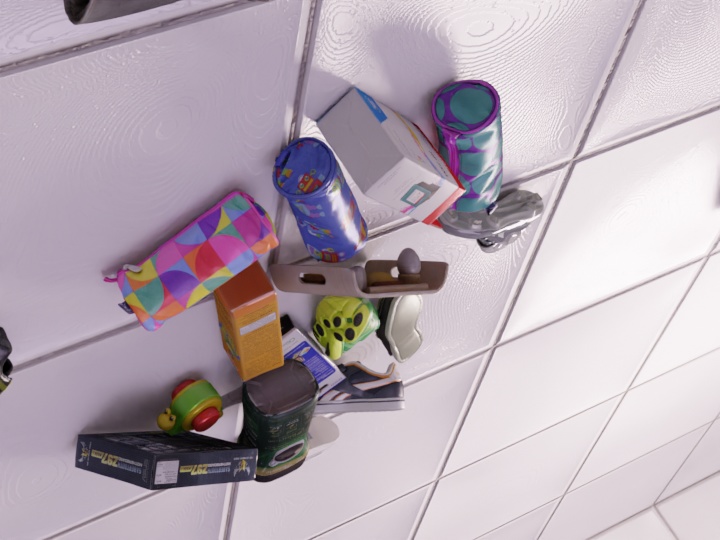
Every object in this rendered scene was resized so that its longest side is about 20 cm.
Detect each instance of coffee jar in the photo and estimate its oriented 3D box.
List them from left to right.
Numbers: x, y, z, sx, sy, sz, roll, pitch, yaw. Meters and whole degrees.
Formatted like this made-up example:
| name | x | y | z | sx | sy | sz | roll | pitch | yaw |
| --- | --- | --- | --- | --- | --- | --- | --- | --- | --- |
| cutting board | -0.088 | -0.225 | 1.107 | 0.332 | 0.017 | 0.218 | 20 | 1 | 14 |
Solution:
| name | x | y | z | sx | sy | sz | roll | pitch | yaw |
| --- | --- | --- | --- | --- | --- | --- | --- | --- | --- |
| coffee jar | -0.120 | 0.217 | 1.906 | 0.104 | 0.085 | 0.201 | -22 | 148 | -25 |

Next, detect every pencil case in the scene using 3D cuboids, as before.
| name | x | y | z | sx | sy | sz | roll | pitch | yaw |
| --- | --- | --- | --- | --- | --- | --- | --- | --- | --- |
| pencil case | -0.191 | -0.012 | 1.547 | 0.199 | 0.089 | 0.088 | -34 | 153 | 0 |
| pencil case | -0.049 | -0.080 | 1.594 | 0.078 | 0.086 | 0.200 | -65 | 160 | -18 |
| pencil case | 0.133 | -0.150 | 1.669 | 0.093 | 0.085 | 0.200 | -54 | 159 | -20 |

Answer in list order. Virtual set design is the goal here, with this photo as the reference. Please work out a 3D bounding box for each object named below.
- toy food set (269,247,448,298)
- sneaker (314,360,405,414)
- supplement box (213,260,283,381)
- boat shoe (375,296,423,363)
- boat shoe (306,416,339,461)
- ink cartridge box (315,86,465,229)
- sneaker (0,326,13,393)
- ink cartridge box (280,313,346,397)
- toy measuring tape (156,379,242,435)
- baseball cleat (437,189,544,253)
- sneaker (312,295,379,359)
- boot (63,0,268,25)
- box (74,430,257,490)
| name | x | y | z | sx | sy | sz | roll | pitch | yaw |
| --- | --- | --- | --- | --- | --- | --- | --- | --- | --- |
| toy food set | 0.000 | 0.000 | 1.734 | 0.143 | 0.061 | 0.199 | 3 | -177 | 40 |
| sneaker | -0.033 | 0.180 | 2.051 | 0.198 | 0.080 | 0.078 | -4 | 173 | -5 |
| supplement box | -0.144 | 0.065 | 1.740 | 0.068 | 0.067 | 0.200 | -27 | 152 | -13 |
| boat shoe | 0.049 | 0.068 | 1.961 | 0.072 | 0.061 | 0.202 | -39 | 155 | -17 |
| boat shoe | -0.124 | 0.285 | 2.134 | 0.199 | 0.072 | 0.069 | -20 | 152 | -43 |
| ink cartridge box | 0.046 | -0.127 | 1.578 | 0.067 | 0.116 | 0.200 | -42 | 153 | 16 |
| sneaker | -0.435 | 0.138 | 1.530 | 0.084 | 0.075 | 0.201 | -18 | 149 | -29 |
| ink cartridge box | -0.098 | 0.136 | 1.927 | 0.094 | 0.037 | 0.200 | -35 | 146 | 3 |
| toy measuring tape | -0.199 | 0.174 | 1.867 | 0.199 | 0.074 | 0.074 | -22 | 153 | -42 |
| baseball cleat | 0.175 | -0.058 | 1.885 | 0.199 | 0.070 | 0.107 | -10 | 144 | -38 |
| sneaker | -0.015 | 0.063 | 1.863 | 0.083 | 0.074 | 0.200 | -36 | 175 | -18 |
| boot | -0.148 | -0.291 | 1.162 | 0.199 | 0.073 | 0.182 | -6 | 141 | -31 |
| box | -0.263 | 0.256 | 1.838 | 0.199 | 0.157 | 0.051 | 6 | 91 | -52 |
